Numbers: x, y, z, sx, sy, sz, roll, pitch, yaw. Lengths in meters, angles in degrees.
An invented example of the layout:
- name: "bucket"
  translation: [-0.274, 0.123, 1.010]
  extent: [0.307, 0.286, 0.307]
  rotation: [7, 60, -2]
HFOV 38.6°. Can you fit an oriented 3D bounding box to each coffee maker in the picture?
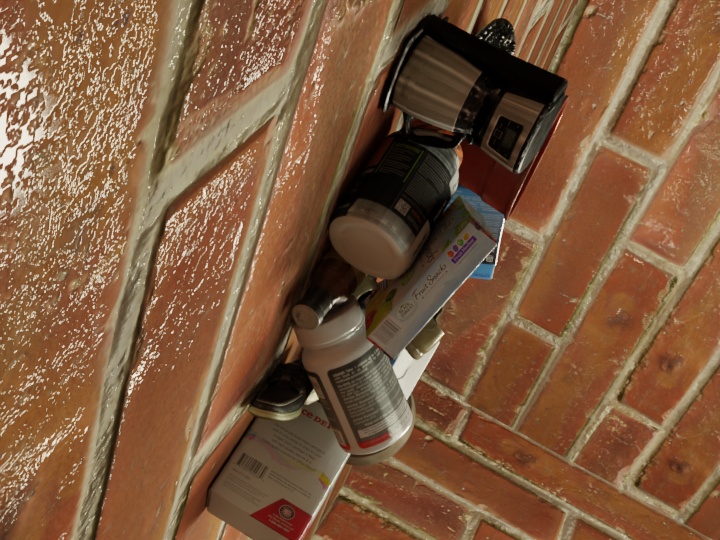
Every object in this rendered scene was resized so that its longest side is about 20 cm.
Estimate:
- name: "coffee maker"
  translation: [0.154, -0.232, 1.292]
  extent: [0.193, 0.198, 0.135]
  rotation: [-57, 171, -30]

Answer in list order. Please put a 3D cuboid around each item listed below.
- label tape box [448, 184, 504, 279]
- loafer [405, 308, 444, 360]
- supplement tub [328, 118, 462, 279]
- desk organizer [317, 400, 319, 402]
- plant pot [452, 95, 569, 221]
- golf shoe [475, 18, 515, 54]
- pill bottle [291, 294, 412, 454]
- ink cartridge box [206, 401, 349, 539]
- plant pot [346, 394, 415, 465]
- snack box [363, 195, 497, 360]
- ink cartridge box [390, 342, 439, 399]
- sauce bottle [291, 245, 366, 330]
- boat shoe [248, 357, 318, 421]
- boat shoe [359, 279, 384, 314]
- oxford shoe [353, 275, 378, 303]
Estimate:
- name: "label tape box"
  translation: [0.162, -0.081, 1.686]
  extent: [0.201, 0.141, 0.067]
  rotation: [93, 5, -47]
- name: "loafer"
  translation: [0.090, 0.047, 1.586]
  extent: [0.076, 0.067, 0.202]
  rotation: [53, 21, -47]
- name: "supplement tub"
  translation: [0.052, -0.098, 1.355]
  extent: [0.201, 0.122, 0.123]
  rotation: [-57, 170, -30]
- name: "desk organizer"
  translation: [-0.022, 0.122, 1.618]
  extent: [0.201, 0.077, 0.072]
  rotation: [-56, 154, -2]
- name: "plant pot"
  translation: [0.176, -0.207, 1.519]
  extent: [0.202, 0.194, 0.201]
  rotation: [-60, 172, -15]
- name: "golf shoe"
  translation: [0.214, -0.365, 1.733]
  extent: [0.201, 0.077, 0.095]
  rotation: [107, -3, -58]
- name: "pill bottle"
  translation: [-0.013, 0.141, 1.420]
  extent: [0.114, 0.113, 0.202]
  rotation: [-50, 123, -54]
- name: "ink cartridge box"
  translation: [-0.109, 0.290, 1.495]
  extent: [0.201, 0.145, 0.083]
  rotation: [-56, 171, -35]
- name: "plant pot"
  translation: [-0.008, 0.223, 1.854]
  extent: [0.201, 0.198, 0.174]
  rotation: [-58, 154, -25]
- name: "snack box"
  translation: [0.086, 0.006, 1.338]
  extent: [0.200, 0.053, 0.142]
  rotation: [-48, -167, 12]
- name: "ink cartridge box"
  translation: [0.026, 0.121, 1.705]
  extent: [0.066, 0.199, 0.117]
  rotation: [33, 86, -37]
- name: "sauce bottle"
  translation: [-0.031, 0.005, 1.381]
  extent: [0.200, 0.066, 0.066]
  rotation: [-50, 165, -48]
- name: "boat shoe"
  translation: [-0.101, 0.159, 1.440]
  extent: [0.200, 0.072, 0.066]
  rotation: [-27, 129, -74]
- name: "boat shoe"
  translation: [0.019, 0.065, 1.533]
  extent: [0.199, 0.067, 0.074]
  rotation: [-23, -146, 45]
- name: "oxford shoe"
  translation: [0.000, 0.000, 1.500]
  extent: [0.202, 0.074, 0.071]
  rotation: [-61, 171, -11]
